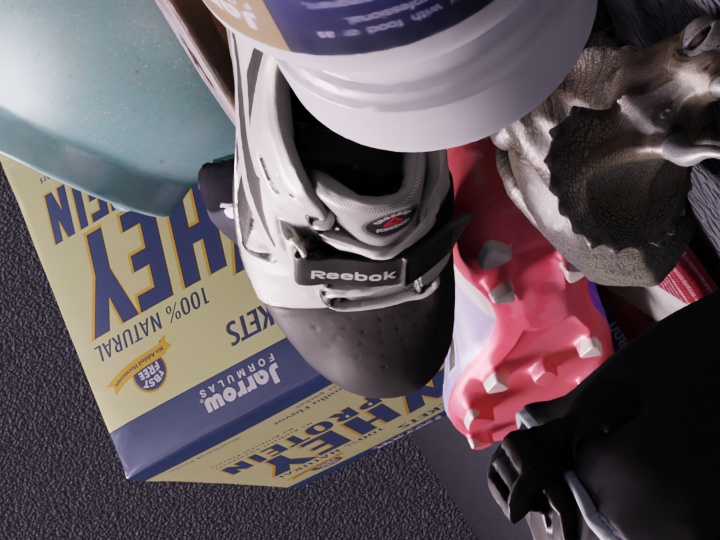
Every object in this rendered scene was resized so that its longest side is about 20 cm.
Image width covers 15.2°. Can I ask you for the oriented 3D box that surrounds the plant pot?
[{"bbox_3d":[-0.098,-0.104,1.046,0.200,0.134,0.200,25,-174,-3],"label":"plant pot"}]

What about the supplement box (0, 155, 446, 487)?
[{"bbox_3d":[-0.046,-0.020,1.230,0.200,0.134,0.200,67,-162,14],"label":"supplement box"}]

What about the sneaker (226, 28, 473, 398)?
[{"bbox_3d":[-0.004,-0.024,0.866,0.089,0.074,0.200,-111,6,-53],"label":"sneaker"}]

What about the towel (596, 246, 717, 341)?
[{"bbox_3d":[0.104,-0.010,1.016,0.200,0.023,0.144,55,174,-23],"label":"towel"}]

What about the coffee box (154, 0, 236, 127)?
[{"bbox_3d":[-0.039,-0.149,0.880,0.200,0.113,0.080,59,177,-38],"label":"coffee box"}]

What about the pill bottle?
[{"bbox_3d":[-0.006,-0.122,0.686,0.116,0.116,0.200,52,175,36],"label":"pill bottle"}]

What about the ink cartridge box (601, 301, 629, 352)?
[{"bbox_3d":[0.057,-0.037,1.149,0.197,0.043,0.200,59,176,-13],"label":"ink cartridge box"}]

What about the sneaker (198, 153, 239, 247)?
[{"bbox_3d":[0.000,0.000,1.008,0.200,0.074,0.088,9,-108,-71],"label":"sneaker"}]

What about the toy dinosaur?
[{"bbox_3d":[0.070,-0.033,0.823,0.200,0.077,0.103,79,169,-71],"label":"toy dinosaur"}]

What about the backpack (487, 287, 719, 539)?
[{"bbox_3d":[0.137,0.103,0.597,0.200,0.150,0.178,65,175,-24],"label":"backpack"}]

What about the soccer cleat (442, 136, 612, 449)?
[{"bbox_3d":[0.055,0.000,1.005,0.200,0.067,0.077,82,173,-62],"label":"soccer cleat"}]
